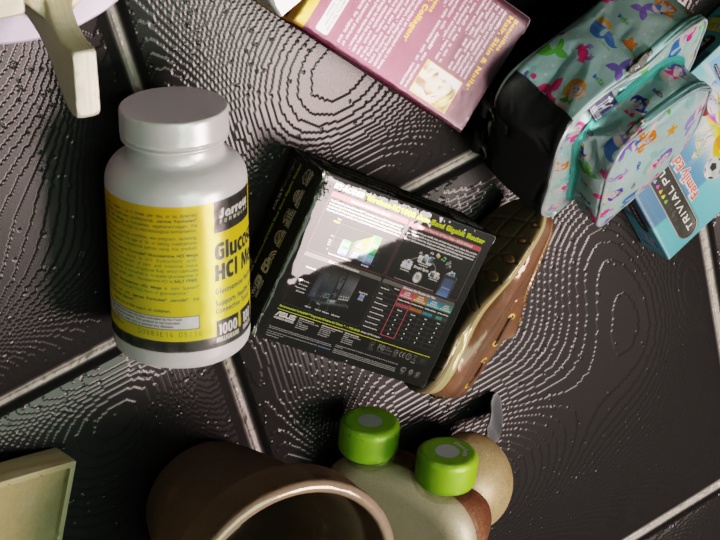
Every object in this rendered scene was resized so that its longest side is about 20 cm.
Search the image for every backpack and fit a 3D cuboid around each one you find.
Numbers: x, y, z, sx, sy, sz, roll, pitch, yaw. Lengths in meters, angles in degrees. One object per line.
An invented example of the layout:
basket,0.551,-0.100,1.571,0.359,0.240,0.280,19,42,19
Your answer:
backpack,0.211,-0.150,1.650,0.200,0.150,0.178,-48,165,-18

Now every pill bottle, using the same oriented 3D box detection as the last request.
pill bottle,-0.142,-0.035,1.520,0.112,0.112,0.202,-13,118,-26

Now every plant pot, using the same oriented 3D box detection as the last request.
plant pot,-0.096,0.228,1.632,0.199,0.174,0.202,-14,119,-26

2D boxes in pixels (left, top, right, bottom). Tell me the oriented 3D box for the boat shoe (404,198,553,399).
boat shoe,0.112,0.027,1.740,0.067,0.072,0.201,23,104,-43

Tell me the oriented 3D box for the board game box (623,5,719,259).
board game box,0.316,-0.132,1.804,0.200,0.047,0.151,-43,127,-9

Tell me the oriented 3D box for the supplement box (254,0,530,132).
supplement box,0.024,-0.211,1.560,0.199,0.086,0.111,29,94,-38

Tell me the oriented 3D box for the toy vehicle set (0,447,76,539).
toy vehicle set,-0.300,0.251,1.582,0.124,0.026,0.202,-11,119,-52

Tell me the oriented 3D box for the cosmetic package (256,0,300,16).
cosmetic package,-0.096,-0.270,1.385,0.085,0.200,0.108,-40,129,-8

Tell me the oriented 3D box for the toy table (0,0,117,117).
toy table,-0.225,-0.212,1.385,0.199,0.117,0.185,-26,123,-21

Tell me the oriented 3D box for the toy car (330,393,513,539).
toy car,0.074,0.191,1.777,0.200,0.157,0.166,-33,135,-51

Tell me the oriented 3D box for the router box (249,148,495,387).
router box,0.000,0.000,1.658,0.199,0.062,0.151,19,101,-37
